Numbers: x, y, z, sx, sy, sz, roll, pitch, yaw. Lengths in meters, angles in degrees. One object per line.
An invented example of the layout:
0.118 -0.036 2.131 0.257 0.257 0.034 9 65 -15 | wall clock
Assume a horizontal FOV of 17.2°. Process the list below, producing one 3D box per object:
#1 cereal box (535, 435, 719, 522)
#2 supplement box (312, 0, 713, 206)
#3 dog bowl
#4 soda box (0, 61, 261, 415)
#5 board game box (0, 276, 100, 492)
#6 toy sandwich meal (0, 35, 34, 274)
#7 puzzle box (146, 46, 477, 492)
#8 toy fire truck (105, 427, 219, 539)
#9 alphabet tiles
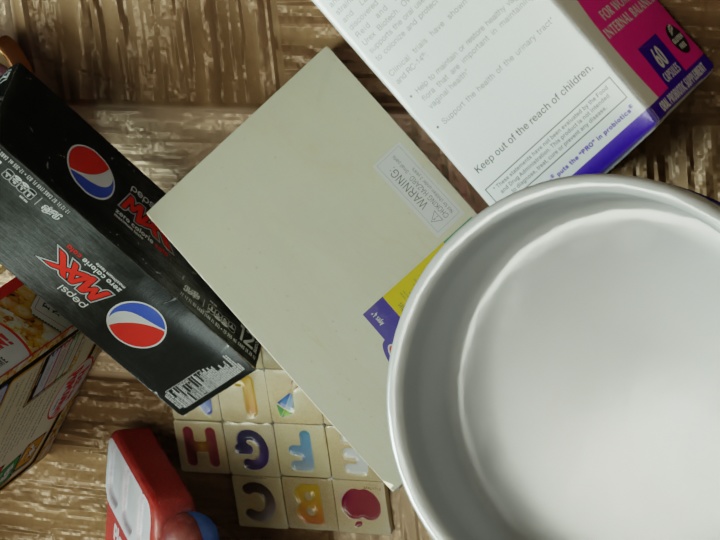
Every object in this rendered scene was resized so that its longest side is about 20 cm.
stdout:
0.198 0.095 1.168 0.199 0.144 0.040 16 118 20 | cereal box
0.063 -0.131 1.166 0.200 0.101 0.103 48 122 1 | supplement box
0.117 0.058 1.080 0.199 0.079 0.202 0 90 20 | dog bowl
-0.139 -0.015 1.281 0.063 0.071 0.200 -33 117 31 | soda box
-0.215 0.080 1.326 0.046 0.200 0.152 36 120 9 | board game box
-0.265 -0.066 1.367 0.204 0.070 0.207 9 114 22 | toy sandwich meal
0.000 0.000 1.257 0.133 0.025 0.200 -41 89 1 | puzzle box
-0.115 0.198 1.339 0.111 0.200 0.169 -2 110 -18 | toy fire truck
-0.039 0.056 1.346 0.165 0.006 0.202 1 111 25 | alphabet tiles
